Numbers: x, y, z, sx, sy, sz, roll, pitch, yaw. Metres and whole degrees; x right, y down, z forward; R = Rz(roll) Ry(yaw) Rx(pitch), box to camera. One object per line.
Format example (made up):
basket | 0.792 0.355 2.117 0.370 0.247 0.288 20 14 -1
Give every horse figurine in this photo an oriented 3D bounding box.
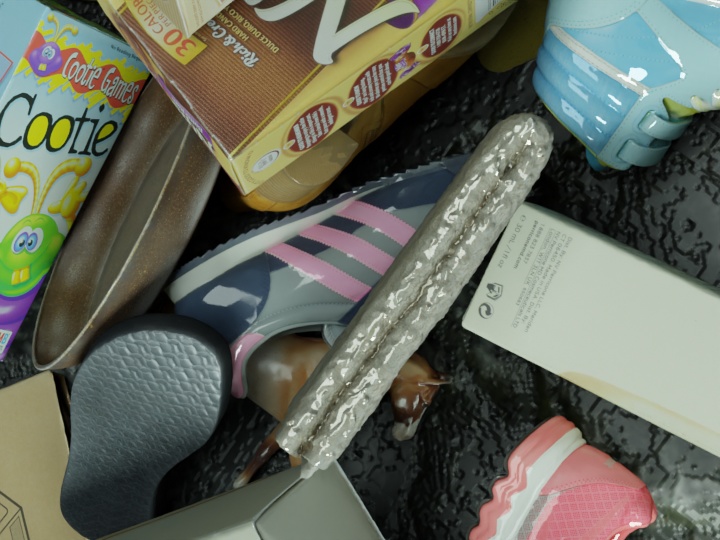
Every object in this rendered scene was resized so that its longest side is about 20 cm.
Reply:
horse figurine | -0.065 0.062 1.072 0.200 0.050 0.133 33 102 19

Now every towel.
towel | 0.027 0.010 0.937 0.034 0.133 0.200 36 92 -2

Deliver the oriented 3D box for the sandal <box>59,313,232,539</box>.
sandal | -0.117 0.078 1.027 0.076 0.043 0.200 29 139 -3

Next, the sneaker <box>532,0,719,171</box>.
sneaker | 0.181 -0.098 0.987 0.200 0.080 0.131 19 116 5

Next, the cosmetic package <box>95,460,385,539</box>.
cosmetic package | -0.075 0.175 0.997 0.200 0.073 0.104 -23 99 41

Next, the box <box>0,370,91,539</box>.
box | -0.242 0.167 1.144 0.200 0.021 0.164 -21 77 19

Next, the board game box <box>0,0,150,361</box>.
board game box | -0.223 -0.065 1.111 0.105 0.103 0.200 31 96 32

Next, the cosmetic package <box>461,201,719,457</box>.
cosmetic package | 0.162 0.042 0.957 0.200 0.105 0.071 27 96 23

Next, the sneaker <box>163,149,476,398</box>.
sneaker | 0.000 0.000 1.029 0.200 0.070 0.082 -24 86 -3

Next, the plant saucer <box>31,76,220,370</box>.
plant saucer | -0.119 -0.032 1.051 0.032 0.200 0.200 27 96 -19

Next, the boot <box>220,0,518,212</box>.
boot | 0.001 -0.113 1.028 0.071 0.144 0.201 43 79 -12

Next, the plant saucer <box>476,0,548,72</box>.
plant saucer | 0.119 -0.234 1.032 0.200 0.048 0.200 -22 77 17

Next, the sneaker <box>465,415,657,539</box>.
sneaker | 0.081 0.178 0.990 0.087 0.074 0.200 29 97 17

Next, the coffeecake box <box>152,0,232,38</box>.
coffeecake box | -0.056 -0.233 0.888 0.200 0.073 0.154 -41 77 -10

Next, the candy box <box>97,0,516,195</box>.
candy box | -0.011 -0.142 0.927 0.200 0.056 0.117 -37 74 -5
